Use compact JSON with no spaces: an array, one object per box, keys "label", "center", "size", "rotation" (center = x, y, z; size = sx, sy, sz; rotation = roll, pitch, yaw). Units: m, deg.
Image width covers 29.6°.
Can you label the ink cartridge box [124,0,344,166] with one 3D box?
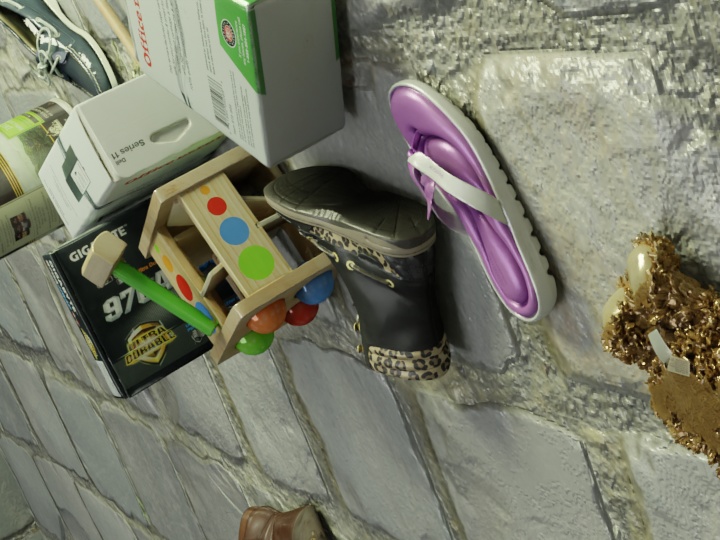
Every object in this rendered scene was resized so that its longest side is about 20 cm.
[{"label":"ink cartridge box","center":[-0.107,-0.199,1.099],"size":[0.200,0.083,0.148],"rotation":[38,146,38]}]

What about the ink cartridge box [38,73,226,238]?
[{"label":"ink cartridge box","center":[-0.219,-0.120,1.328],"size":[0.084,0.146,0.200],"rotation":[60,153,1]}]

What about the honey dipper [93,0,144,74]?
[{"label":"honey dipper","center":[-0.258,-0.265,1.371],"size":[0.201,0.038,0.038],"rotation":[56,154,4]}]

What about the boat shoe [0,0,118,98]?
[{"label":"boat shoe","center":[-0.336,-0.245,1.498],"size":[0.200,0.061,0.075],"rotation":[48,150,21]}]

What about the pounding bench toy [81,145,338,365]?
[{"label":"pounding bench toy","center":[-0.134,0.006,1.242],"size":[0.157,0.199,0.124],"rotation":[54,153,11]}]

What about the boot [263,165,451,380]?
[{"label":"boot","center":[0.000,0.000,1.151],"size":[0.199,0.073,0.152],"rotation":[21,135,44]}]

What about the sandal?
[{"label":"sandal","center":[0.074,-0.049,0.988],"size":[0.204,0.049,0.082],"rotation":[57,154,7]}]

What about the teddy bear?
[{"label":"teddy bear","center":[0.222,0.065,0.845],"size":[0.200,0.066,0.146],"rotation":[44,142,41]}]

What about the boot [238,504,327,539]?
[{"label":"boot","center":[-0.096,0.377,1.652],"size":[0.199,0.063,0.189],"rotation":[-13,76,61]}]

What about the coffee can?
[{"label":"coffee can","center":[-0.422,-0.100,1.644],"size":[0.146,0.199,0.147],"rotation":[40,148,32]}]

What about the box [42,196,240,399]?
[{"label":"box","center":[-0.190,0.009,1.347],"size":[0.046,0.199,0.160],"rotation":[-6,111,64]}]
